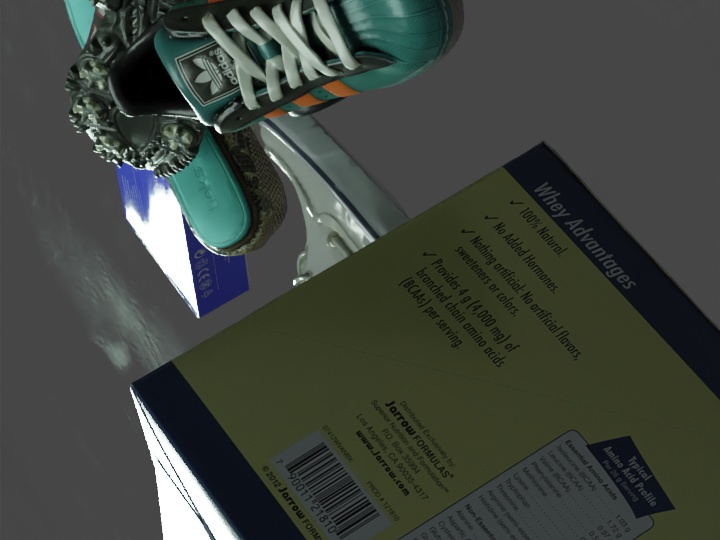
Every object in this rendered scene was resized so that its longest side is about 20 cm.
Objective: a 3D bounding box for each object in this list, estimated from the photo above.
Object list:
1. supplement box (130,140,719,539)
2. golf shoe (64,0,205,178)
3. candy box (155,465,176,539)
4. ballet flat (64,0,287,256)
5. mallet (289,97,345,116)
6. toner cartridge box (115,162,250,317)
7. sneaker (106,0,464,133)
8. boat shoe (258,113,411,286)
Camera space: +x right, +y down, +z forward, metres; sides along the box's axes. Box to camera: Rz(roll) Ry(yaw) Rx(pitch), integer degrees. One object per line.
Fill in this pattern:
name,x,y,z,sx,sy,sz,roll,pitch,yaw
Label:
supplement box,0.051,0.096,0.927,0.200,0.200,0.134,50,162,31
golf shoe,-0.103,-0.131,1.200,0.077,0.088,0.200,17,141,9
candy box,-0.086,0.231,1.840,0.169,0.077,0.200,54,162,18
ballet flat,-0.101,-0.103,1.299,0.200,0.068,0.075,61,-152,-5
mallet,-0.057,-0.128,1.175,0.066,0.041,0.200,67,167,-23
toner cartridge box,-0.116,-0.062,1.461,0.095,0.043,0.200,53,163,26
sneaker,-0.037,-0.095,1.014,0.200,0.080,0.071,-10,110,54
boat shoe,0.000,0.000,1.131,0.200,0.070,0.071,51,-177,22
